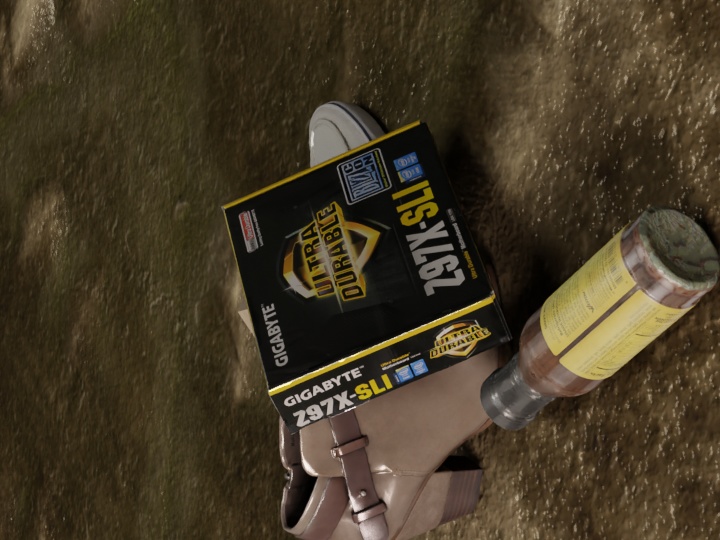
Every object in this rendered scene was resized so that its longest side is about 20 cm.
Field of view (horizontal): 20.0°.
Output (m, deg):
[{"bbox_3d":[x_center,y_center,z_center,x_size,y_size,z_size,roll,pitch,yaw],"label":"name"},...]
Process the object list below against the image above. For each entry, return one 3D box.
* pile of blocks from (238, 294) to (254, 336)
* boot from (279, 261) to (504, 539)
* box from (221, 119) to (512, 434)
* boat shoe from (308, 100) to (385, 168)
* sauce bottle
[{"bbox_3d":[-0.025,0.054,1.538,0.062,0.082,0.200,58,173,-31],"label":"pile of blocks"},{"bbox_3d":[0.017,0.092,1.377,0.070,0.145,0.202,9,96,63],"label":"boot"},{"bbox_3d":[0.000,0.000,1.369,0.201,0.159,0.050,-107,-5,-50],"label":"box"},{"bbox_3d":[-0.009,-0.041,1.491,0.071,0.069,0.201,-49,51,45],"label":"boat shoe"},{"bbox_3d":[0.140,0.035,1.267,0.200,0.064,0.065,-45,54,46],"label":"sauce bottle"}]
